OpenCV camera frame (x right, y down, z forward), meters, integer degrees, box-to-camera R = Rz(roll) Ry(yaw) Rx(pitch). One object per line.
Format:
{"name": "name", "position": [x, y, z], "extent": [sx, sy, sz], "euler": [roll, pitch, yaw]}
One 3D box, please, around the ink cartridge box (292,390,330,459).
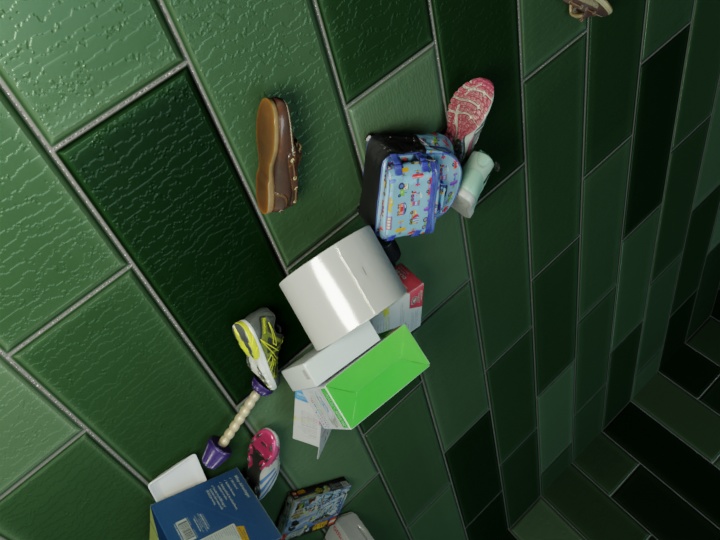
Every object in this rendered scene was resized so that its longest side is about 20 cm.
{"name": "ink cartridge box", "position": [-0.096, 0.291, 1.424], "extent": [0.116, 0.066, 0.205], "euler": [-60, 161, -54]}

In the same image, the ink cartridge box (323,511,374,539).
{"name": "ink cartridge box", "position": [-0.046, 0.816, 1.864], "extent": [0.082, 0.145, 0.204], "euler": [4, 117, -43]}

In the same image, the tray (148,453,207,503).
{"name": "tray", "position": [-0.366, 0.459, 1.358], "extent": [0.106, 0.022, 0.204], "euler": [-31, 137, -26]}

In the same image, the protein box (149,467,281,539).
{"name": "protein box", "position": [-0.293, 0.546, 1.322], "extent": [0.196, 0.198, 0.138], "euler": [-14, 130, -37]}

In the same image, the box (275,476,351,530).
{"name": "box", "position": [-0.125, 0.622, 1.717], "extent": [0.197, 0.040, 0.140], "euler": [2, 117, -46]}

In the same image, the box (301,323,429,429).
{"name": "box", "position": [0.007, 0.208, 1.260], "extent": [0.198, 0.098, 0.176], "euler": [-34, -179, -22]}

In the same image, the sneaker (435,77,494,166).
{"name": "sneaker", "position": [0.207, -0.290, 1.313], "extent": [0.074, 0.080, 0.203], "euler": [-29, 153, -48]}

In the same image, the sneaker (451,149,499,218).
{"name": "sneaker", "position": [0.232, -0.182, 1.370], "extent": [0.120, 0.073, 0.200], "euler": [-58, 179, -2]}

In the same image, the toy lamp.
{"name": "toy lamp", "position": [-0.251, 0.310, 1.332], "extent": [0.202, 0.058, 0.058], "euler": [-54, 142, 1]}

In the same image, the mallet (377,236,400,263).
{"name": "mallet", "position": [0.000, 0.000, 1.362], "extent": [0.198, 0.041, 0.067], "euler": [-38, 141, -11]}

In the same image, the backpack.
{"name": "backpack", "position": [0.106, -0.160, 1.233], "extent": [0.194, 0.135, 0.187], "euler": [-8, 126, -24]}

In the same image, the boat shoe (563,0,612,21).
{"name": "boat shoe", "position": [0.467, -0.564, 1.378], "extent": [0.071, 0.074, 0.198], "euler": [-36, 164, 33]}

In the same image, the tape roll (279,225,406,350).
{"name": "tape roll", "position": [-0.031, 0.031, 1.193], "extent": [0.200, 0.141, 0.203], "euler": [-32, 179, -1]}

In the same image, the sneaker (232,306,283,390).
{"name": "sneaker", "position": [-0.177, 0.153, 1.268], "extent": [0.084, 0.074, 0.203], "euler": [-39, 143, -23]}

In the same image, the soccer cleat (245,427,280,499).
{"name": "soccer cleat", "position": [-0.210, 0.419, 1.461], "extent": [0.086, 0.069, 0.205], "euler": [-22, 137, -54]}

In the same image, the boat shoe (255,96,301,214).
{"name": "boat shoe", "position": [-0.128, -0.185, 1.056], "extent": [0.069, 0.071, 0.204], "euler": [-16, 139, -27]}

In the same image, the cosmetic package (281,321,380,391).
{"name": "cosmetic package", "position": [-0.061, 0.164, 1.255], "extent": [0.149, 0.052, 0.200], "euler": [-36, -179, -21]}

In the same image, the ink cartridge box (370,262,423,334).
{"name": "ink cartridge box", "position": [0.037, 0.100, 1.427], "extent": [0.197, 0.083, 0.148], "euler": [-31, 145, -25]}
